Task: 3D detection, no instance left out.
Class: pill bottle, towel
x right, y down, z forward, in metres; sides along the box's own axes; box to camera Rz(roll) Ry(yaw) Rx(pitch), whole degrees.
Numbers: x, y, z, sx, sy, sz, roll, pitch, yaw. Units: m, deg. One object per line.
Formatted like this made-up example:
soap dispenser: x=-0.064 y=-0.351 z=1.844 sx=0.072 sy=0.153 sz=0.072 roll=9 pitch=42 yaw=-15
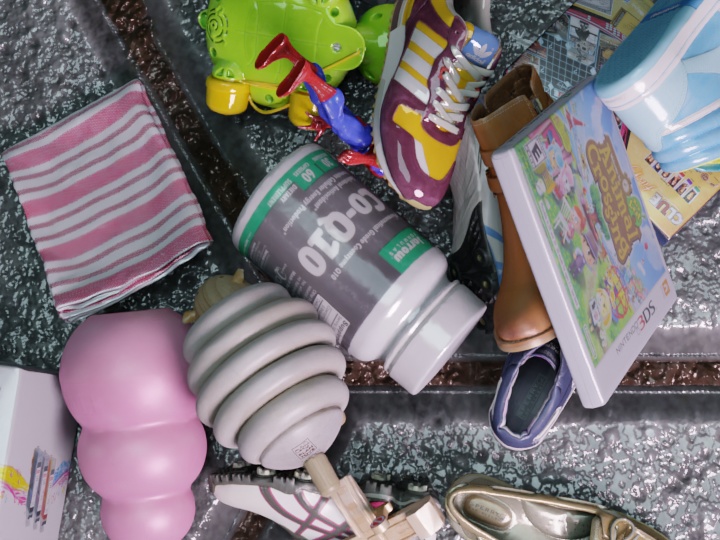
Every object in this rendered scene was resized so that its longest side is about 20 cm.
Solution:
pill bottle: x=0.000 y=0.000 z=0.958 sx=0.199 sy=0.113 sz=0.113 roll=41 pitch=88 yaw=10
towel: x=-0.223 y=-0.066 z=1.005 sx=0.145 sy=0.030 sz=0.202 roll=-28 pitch=61 yaw=0

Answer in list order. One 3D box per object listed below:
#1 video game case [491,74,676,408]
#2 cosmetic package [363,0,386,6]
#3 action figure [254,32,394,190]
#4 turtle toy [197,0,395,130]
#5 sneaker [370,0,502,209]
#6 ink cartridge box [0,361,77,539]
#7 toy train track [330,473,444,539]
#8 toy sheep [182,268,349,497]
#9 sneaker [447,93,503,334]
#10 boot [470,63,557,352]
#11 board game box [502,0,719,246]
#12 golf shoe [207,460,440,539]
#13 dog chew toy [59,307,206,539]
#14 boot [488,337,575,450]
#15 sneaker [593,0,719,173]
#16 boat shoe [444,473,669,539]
video game case: x=0.177 y=-0.028 z=0.888 sx=0.022 sy=0.182 sz=0.203 roll=-13 pitch=107 yaw=37
cosmetic package: x=-0.056 y=-0.315 z=1.016 sx=0.198 sy=0.102 sz=0.075 roll=30 pitch=87 yaw=11
action figure: x=-0.010 y=-0.114 z=0.943 sx=0.052 sy=0.199 sz=0.065 roll=-49 pitch=49 yaw=7
turtle toy: x=-0.043 y=-0.201 z=0.995 sx=0.197 sy=0.101 sz=0.148 roll=11 pitch=109 yaw=8
sneaker: x=0.065 y=-0.149 z=0.917 sx=0.089 sy=0.074 sz=0.203 roll=-17 pitch=62 yaw=45
ink cartridge box: x=-0.330 y=0.171 z=0.954 sx=0.143 sy=0.145 sz=0.204 roll=6 pitch=82 yaw=7
toy train track: x=-0.024 y=0.236 z=0.918 sx=0.198 sy=0.033 sz=0.115 roll=-30 pitch=103 yaw=18
toy sheep: x=-0.069 y=0.086 z=0.906 sx=0.137 sy=0.138 sz=0.201 roll=-38 pitch=71 yaw=0
sneaker: x=0.109 y=-0.049 z=0.979 sx=0.071 sy=0.072 sz=0.204 roll=-7 pitch=89 yaw=-27
boot: x=0.122 y=-0.050 z=0.895 sx=0.073 sy=0.201 sz=0.156 roll=-10 pitch=124 yaw=29
board game box: x=0.236 y=-0.141 z=0.991 sx=0.135 sy=0.035 sz=0.200 roll=-42 pitch=80 yaw=-1
golf shoe: x=-0.034 y=0.204 z=0.954 sx=0.196 sy=0.077 sz=0.090 roll=8 pitch=92 yaw=9
dog chew toy: x=-0.181 y=0.135 z=0.959 sx=0.122 sy=0.125 sz=0.204 roll=-5 pitch=89 yaw=5
boot: x=0.164 y=0.052 z=0.942 sx=0.072 sy=0.090 sz=0.203 roll=22 pitch=84 yaw=9
sneaker: x=0.281 y=-0.158 z=0.941 sx=0.200 sy=0.079 sz=0.131 roll=-45 pitch=107 yaw=-21
boat shoe: x=0.162 y=0.215 z=0.934 sx=0.198 sy=0.063 sz=0.074 roll=22 pitch=85 yaw=9
